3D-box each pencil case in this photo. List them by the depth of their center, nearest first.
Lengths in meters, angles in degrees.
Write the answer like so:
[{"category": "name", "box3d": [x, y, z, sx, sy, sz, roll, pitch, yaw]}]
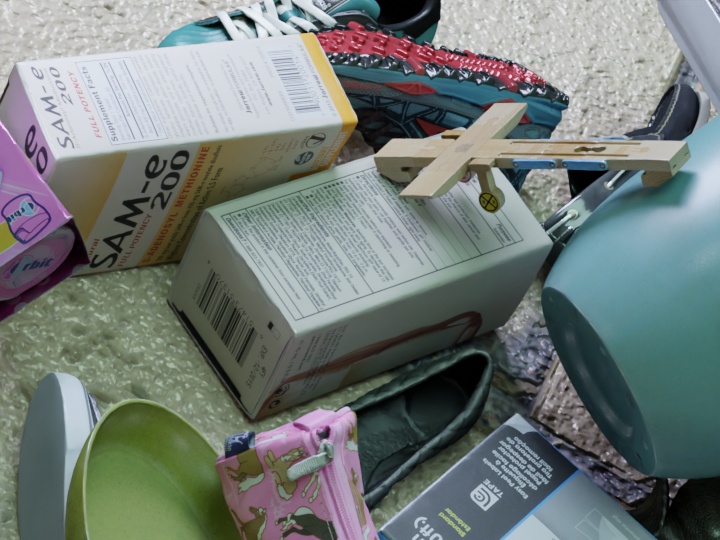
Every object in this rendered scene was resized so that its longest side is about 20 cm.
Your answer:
[{"category": "pencil case", "box3d": [-0.012, 0.175, 1.545, 0.087, 0.083, 0.200, 18, 53, -72]}]

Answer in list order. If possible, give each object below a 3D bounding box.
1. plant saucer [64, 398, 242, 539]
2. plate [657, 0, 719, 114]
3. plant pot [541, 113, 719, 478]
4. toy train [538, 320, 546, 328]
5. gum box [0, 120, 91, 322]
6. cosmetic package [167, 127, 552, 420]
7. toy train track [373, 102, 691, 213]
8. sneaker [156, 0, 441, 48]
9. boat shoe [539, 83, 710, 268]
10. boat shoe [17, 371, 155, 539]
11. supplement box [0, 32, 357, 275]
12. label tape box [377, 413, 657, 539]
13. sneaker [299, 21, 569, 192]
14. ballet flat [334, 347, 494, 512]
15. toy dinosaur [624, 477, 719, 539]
[{"category": "plant saucer", "box3d": [-0.097, 0.165, 1.514, 0.200, 0.031, 0.200, 48, 29, -38]}, {"category": "plate", "box3d": [0.245, -0.093, 1.828, 0.032, 0.200, 0.200, -32, 56, 8]}, {"category": "plant pot", "box3d": [0.201, 0.026, 1.670, 0.161, 0.201, 0.201, -29, 67, -10]}, {"category": "toy train", "box3d": [0.204, 0.052, 1.800, 0.200, 0.085, 0.116, -23, 79, -38]}, {"category": "gum box", "box3d": [-0.260, -0.003, 1.564, 0.200, 0.066, 0.114, -34, 69, -8]}, {"category": "cosmetic package", "box3d": [0.000, 0.000, 1.729, 0.200, 0.087, 0.103, -18, 60, -35]}, {"category": "toy train track", "box3d": [0.098, -0.056, 1.674, 0.200, 0.033, 0.115, 2, 31, 36]}, {"category": "sneaker", "box3d": [-0.037, -0.155, 1.840, 0.200, 0.080, 0.071, -12, 55, -32]}, {"category": "boat shoe", "box3d": [0.169, -0.064, 1.875, 0.068, 0.072, 0.200, 36, 48, 0]}, {"category": "boat shoe", "box3d": [-0.135, 0.147, 1.558, 0.066, 0.070, 0.200, 9, 50, -30]}, {"category": "supplement box", "box3d": [-0.118, -0.065, 1.699, 0.200, 0.126, 0.074, -9, 59, -31]}, {"category": "label tape box", "box3d": [0.072, 0.189, 1.623, 0.143, 0.066, 0.200, 43, 47, 12]}, {"category": "sneaker", "box3d": [0.036, -0.090, 1.811, 0.200, 0.096, 0.079, 12, 16, -29]}, {"category": "ballet flat", "box3d": [0.002, 0.098, 1.670, 0.066, 0.057, 0.200, 43, 47, 12]}, {"category": "toy dinosaur", "box3d": [0.228, 0.144, 1.731, 0.200, 0.077, 0.102, -19, 77, -32]}]
